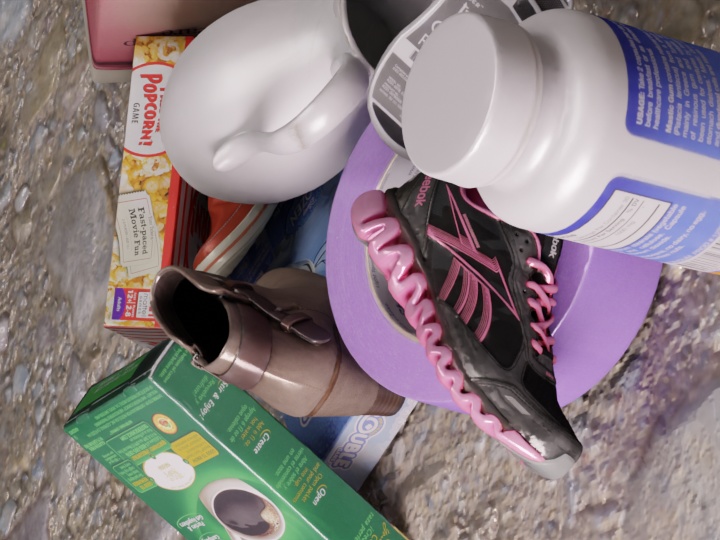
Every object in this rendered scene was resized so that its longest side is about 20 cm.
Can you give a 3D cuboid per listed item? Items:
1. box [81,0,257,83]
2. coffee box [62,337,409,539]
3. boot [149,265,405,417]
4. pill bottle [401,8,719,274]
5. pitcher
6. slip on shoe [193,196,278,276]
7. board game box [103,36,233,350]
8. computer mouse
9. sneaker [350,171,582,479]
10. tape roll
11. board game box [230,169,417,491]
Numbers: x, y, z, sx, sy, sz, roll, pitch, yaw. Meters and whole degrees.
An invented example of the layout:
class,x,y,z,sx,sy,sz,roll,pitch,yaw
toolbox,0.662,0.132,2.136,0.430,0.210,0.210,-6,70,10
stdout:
class,x,y,z,sx,sy,sz,roll,pitch,yaw
box,-0.123,-0.212,1.669,0.200,0.127,0.109,115,149,-73
coffee box,-0.077,0.132,1.517,0.123,0.200,0.044,-31,20,52
boot,-0.064,0.029,1.481,0.200,0.146,0.070,34,101,54
pill bottle,0.124,-0.068,1.238,0.112,0.199,0.113,-28,56,52
pitcher,-0.044,-0.104,1.499,0.200,0.121,0.172,-28,16,43
slip on shoe,-0.080,-0.068,1.645,0.074,0.061,0.200,-49,17,48
board game box,-0.121,-0.043,1.695,0.046,0.151,0.201,2,78,16
computer mouse,0.077,-0.144,1.338,0.110,0.044,0.200,44,114,8
sneaker,0.074,0.015,1.294,0.095,0.079,0.200,-33,60,6
tape roll,0.074,-0.019,1.390,0.200,0.066,0.201,-14,68,41
board game box,0.000,0.000,1.574,0.200,0.043,0.199,-58,37,30
